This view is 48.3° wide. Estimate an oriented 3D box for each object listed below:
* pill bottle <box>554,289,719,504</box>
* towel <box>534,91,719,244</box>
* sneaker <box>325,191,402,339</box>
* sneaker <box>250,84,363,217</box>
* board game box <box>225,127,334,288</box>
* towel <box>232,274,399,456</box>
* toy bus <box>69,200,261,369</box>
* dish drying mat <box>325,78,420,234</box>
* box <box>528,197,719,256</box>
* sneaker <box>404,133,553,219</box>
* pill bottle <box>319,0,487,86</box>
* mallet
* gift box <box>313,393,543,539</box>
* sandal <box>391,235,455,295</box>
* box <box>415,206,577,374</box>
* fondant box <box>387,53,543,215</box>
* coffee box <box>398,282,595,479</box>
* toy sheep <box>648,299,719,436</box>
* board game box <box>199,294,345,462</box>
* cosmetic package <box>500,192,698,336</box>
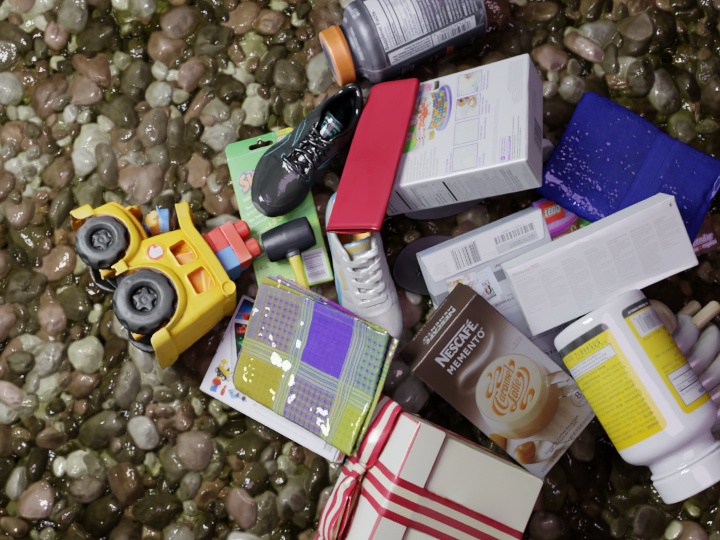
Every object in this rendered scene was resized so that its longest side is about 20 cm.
[{"bbox_3d":[0.298,0.132,0.839,0.110,0.111,0.202,-28,74,-2],"label":"pill bottle"},{"bbox_3d":[0.321,-0.106,0.961,0.198,0.050,0.149,31,81,3],"label":"towel"},{"bbox_3d":[0.000,0.000,0.977,0.075,0.081,0.203,-18,84,-3],"label":"sneaker"},{"bbox_3d":[-0.064,-0.153,0.977,0.075,0.079,0.201,38,71,-6],"label":"sneaker"},{"bbox_3d":[-0.103,-0.073,1.016,0.094,0.030,0.204,-15,85,-1],"label":"board game box"},{"bbox_3d":[-0.059,0.101,0.893,0.198,0.023,0.146,24,96,34],"label":"towel"},{"bbox_3d":[-0.225,-0.015,0.967,0.191,0.136,0.201,-34,80,-16],"label":"toy bus"},{"bbox_3d":[0.017,-0.135,0.945,0.076,0.018,0.203,1,66,33],"label":"dish drying mat"},{"bbox_3d":[0.325,-0.054,0.995,0.197,0.039,0.139,-22,82,-1],"label":"box"},{"bbox_3d":[0.131,-0.142,1.004,0.198,0.071,0.100,-27,67,6],"label":"sneaker"},{"bbox_3d":[0.049,-0.302,1.002,0.197,0.106,0.108,-24,83,-1],"label":"pill bottle"},{"bbox_3d":[-0.073,0.034,0.947,0.065,0.041,0.203,-14,67,5],"label":"mallet"},{"bbox_3d":[0.056,0.256,0.890,0.185,0.200,0.187,26,79,-16],"label":"gift box"},{"bbox_3d":[0.137,-0.006,0.991,0.196,0.045,0.077,2,84,2],"label":"sandal"},{"bbox_3d":[0.171,0.047,0.957,0.154,0.041,0.203,-22,99,-1],"label":"box"},{"bbox_3d":[0.112,-0.156,0.943,0.197,0.058,0.147,-8,61,29],"label":"fondant box"},{"bbox_3d":[0.156,0.124,0.907,0.199,0.080,0.115,40,92,-11],"label":"coffee box"},{"bbox_3d":[0.382,0.120,0.929,0.137,0.138,0.201,-37,89,-3],"label":"toy sheep"},{"bbox_3d":[-0.083,0.126,0.957,0.198,0.035,0.128,23,84,22],"label":"board game box"},{"bbox_3d":[0.265,-0.008,0.903,0.197,0.051,0.084,-24,101,5],"label":"cosmetic package"}]
